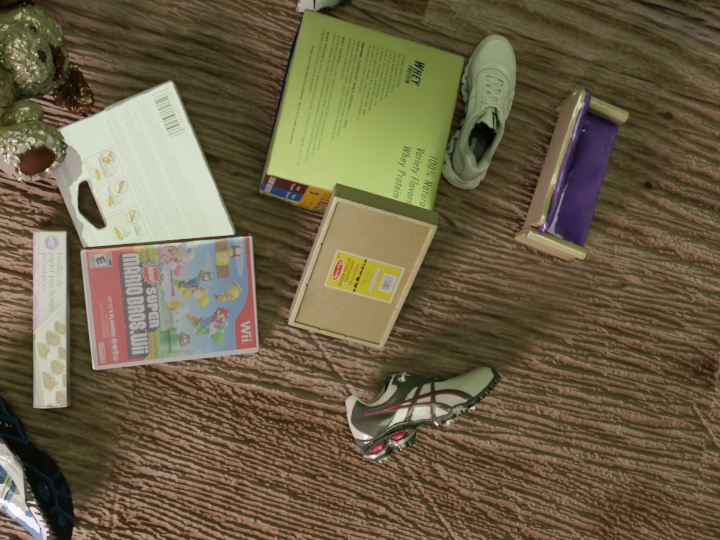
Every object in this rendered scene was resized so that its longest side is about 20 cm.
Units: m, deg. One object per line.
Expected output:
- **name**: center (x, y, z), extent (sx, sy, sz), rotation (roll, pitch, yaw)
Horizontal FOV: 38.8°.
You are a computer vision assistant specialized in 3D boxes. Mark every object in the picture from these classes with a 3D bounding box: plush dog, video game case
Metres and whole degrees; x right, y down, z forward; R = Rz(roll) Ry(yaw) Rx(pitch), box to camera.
- **plush dog**: center (-0.397, -0.220, 1.146), extent (0.172, 0.159, 0.202), rotation (-51, 128, -31)
- **video game case**: center (-0.220, 0.036, 1.198), extent (0.196, 0.017, 0.146), rotation (-5, 105, -12)

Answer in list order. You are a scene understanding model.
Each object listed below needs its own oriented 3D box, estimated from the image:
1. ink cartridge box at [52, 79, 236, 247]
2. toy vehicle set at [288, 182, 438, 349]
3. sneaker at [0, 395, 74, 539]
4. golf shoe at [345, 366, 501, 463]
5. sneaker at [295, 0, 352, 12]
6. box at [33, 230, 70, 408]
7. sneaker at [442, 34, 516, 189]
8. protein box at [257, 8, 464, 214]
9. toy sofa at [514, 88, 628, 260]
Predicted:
- **ink cartridge box**: center (-0.262, -0.098, 1.215), extent (0.171, 0.044, 0.203), rotation (-23, 90, -6)
- **toy vehicle set**: center (0.000, 0.000, 1.194), extent (0.122, 0.202, 0.027), rotation (16, 38, -9)
- **sneaker**: center (-0.395, 0.233, 1.151), extent (0.076, 0.076, 0.202), rotation (-33, 91, 10)
- **golf shoe**: center (0.077, 0.154, 1.241), extent (0.197, 0.077, 0.089), rotation (-26, 82, -13)
- **sneaker**: center (-0.082, -0.417, 1.265), extent (0.087, 0.074, 0.203), rotation (-20, 88, -14)
- **box**: center (-0.357, 0.057, 1.182), extent (0.038, 0.041, 0.204), rotation (-1, 85, -11)
- **sneaker**: center (0.160, -0.205, 1.289), extent (0.074, 0.081, 0.204), rotation (15, 80, -7)
- **protein box**: center (-0.003, -0.170, 1.224), extent (0.196, 0.135, 0.202), rotation (14, 81, -9)
- **toy sofa**: center (0.272, -0.120, 1.292), extent (0.081, 0.098, 0.203), rotation (20, 80, -8)
